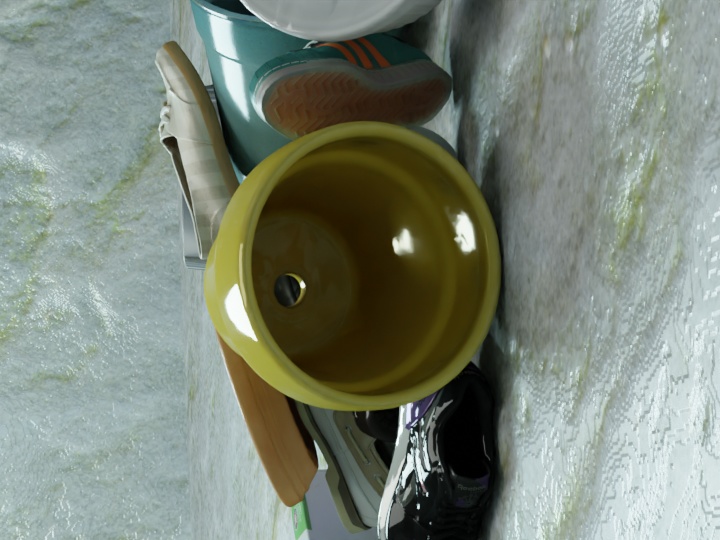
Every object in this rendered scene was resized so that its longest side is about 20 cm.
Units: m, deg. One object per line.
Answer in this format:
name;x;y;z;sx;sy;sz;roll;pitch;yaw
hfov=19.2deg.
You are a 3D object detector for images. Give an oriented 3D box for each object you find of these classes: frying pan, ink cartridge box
frying pan;-0.053;0.026;1.883;0.190;0.031;0.116;52;-155;-58
ink cartridge box;-0.021;0.305;1.963;0.147;0.084;0.201;-104;16;-50

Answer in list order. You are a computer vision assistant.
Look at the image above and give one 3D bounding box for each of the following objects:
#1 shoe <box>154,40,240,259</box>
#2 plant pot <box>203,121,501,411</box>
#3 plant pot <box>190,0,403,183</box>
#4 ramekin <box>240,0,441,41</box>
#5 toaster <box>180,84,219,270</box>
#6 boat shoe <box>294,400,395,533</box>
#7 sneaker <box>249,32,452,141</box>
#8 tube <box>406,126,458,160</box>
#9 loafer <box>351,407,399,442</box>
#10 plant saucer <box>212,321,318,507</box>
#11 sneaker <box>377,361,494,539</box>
shoe;-0.141;-0.102;1.803;0.070;0.053;0.201;99;151;-73
plant pot;-0.025;0.005;1.550;0.189;0.199;0.202;165;104;-67
plant pot;-0.046;-0.175;1.800;0.201;0.199;0.197;-106;9;-53
ramekin;-0.004;-0.263;1.544;0.094;0.201;0.204;3;-96;-62
toaster;-0.092;-0.088;2.038;0.200;0.118;0.182;-34;-55;-73
boat shoe;-0.006;0.122;1.769;0.075;0.068;0.201;-69;-39;-62
sneaker;-0.021;-0.145;1.592;0.080;0.199;0.072;43;119;30
tube;0.010;-0.024;1.672;0.058;0.052;0.200;-38;-16;-53
loafer;0.017;0.055;1.728;0.071;0.073;0.201;-35;41;43
plant saucer;-0.077;0.096;1.759;0.200;0.037;0.201;-20;-90;-88
sneaker;0.061;0.163;1.556;0.088;0.075;0.202;-144;53;-69
